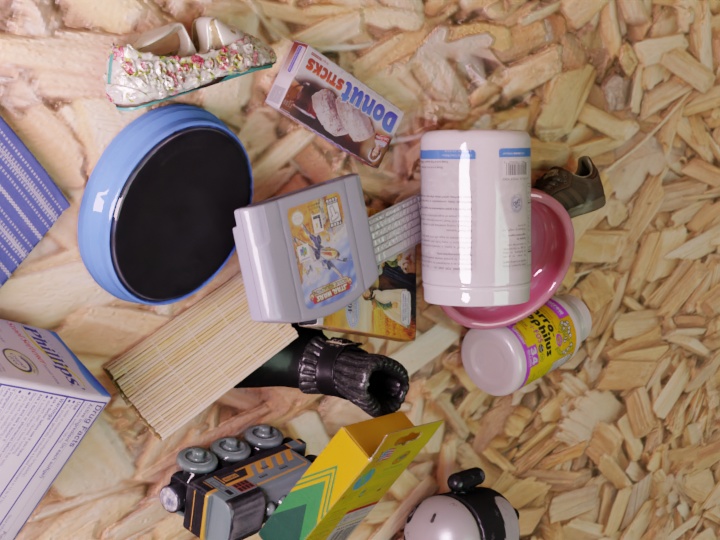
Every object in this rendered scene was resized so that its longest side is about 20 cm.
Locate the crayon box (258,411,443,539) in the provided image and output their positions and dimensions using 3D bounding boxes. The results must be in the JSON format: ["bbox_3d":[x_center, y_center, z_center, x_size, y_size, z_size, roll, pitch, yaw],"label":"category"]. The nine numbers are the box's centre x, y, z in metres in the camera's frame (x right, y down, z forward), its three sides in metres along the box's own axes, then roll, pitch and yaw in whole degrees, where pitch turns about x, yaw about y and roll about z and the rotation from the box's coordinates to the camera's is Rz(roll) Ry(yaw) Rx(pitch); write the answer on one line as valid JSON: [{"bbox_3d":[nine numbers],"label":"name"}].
[{"bbox_3d":[-0.009,0.222,1.499,0.200,0.051,0.127,-52,157,22],"label":"crayon box"}]

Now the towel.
[{"bbox_3d":[-0.345,-0.027,1.173,0.200,0.024,0.145,-53,142,-19],"label":"towel"}]

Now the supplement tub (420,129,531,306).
[{"bbox_3d":[0.135,-0.064,1.634,0.132,0.131,0.202,-7,99,-51],"label":"supplement tub"}]

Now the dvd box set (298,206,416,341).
[{"bbox_3d":[0.000,0.000,1.582,0.200,0.029,0.148,14,75,-55],"label":"dvd box set"}]

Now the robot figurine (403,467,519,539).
[{"bbox_3d":[0.146,0.373,1.983,0.125,0.151,0.199,-37,158,30],"label":"robot figurine"}]

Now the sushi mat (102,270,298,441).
[{"bbox_3d":[-0.160,0.083,1.425,0.200,0.096,0.012,-37,173,-34],"label":"sushi mat"}]

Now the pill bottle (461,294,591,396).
[{"bbox_3d":[0.237,0.095,1.937,0.199,0.104,0.105,-23,128,-44],"label":"pill bottle"}]

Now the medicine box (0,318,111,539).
[{"bbox_3d":[-0.345,0.136,1.169,0.183,0.103,0.200,-54,148,10],"label":"medicine box"}]

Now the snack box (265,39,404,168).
[{"bbox_3d":[-0.024,-0.174,1.491,0.200,0.024,0.072,26,89,-55],"label":"snack box"}]

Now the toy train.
[{"bbox_3d":[-0.124,0.237,1.544,0.199,0.114,0.086,-14,123,-48],"label":"toy train"}]

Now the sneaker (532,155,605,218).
[{"bbox_3d":[0.252,-0.099,1.885,0.199,0.070,0.076,-22,102,-41],"label":"sneaker"}]

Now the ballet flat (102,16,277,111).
[{"bbox_3d":[-0.151,-0.197,1.273,0.200,0.075,0.064,-27,115,-46],"label":"ballet flat"}]

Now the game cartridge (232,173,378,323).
[{"bbox_3d":[-0.051,-0.019,1.451,0.200,0.041,0.134,-23,101,-53],"label":"game cartridge"}]

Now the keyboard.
[{"bbox_3d":[0.051,-0.053,1.630,0.200,0.011,0.057,-28,108,-55],"label":"keyboard"}]

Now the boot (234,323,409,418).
[{"bbox_3d":[-0.057,0.107,1.510,0.210,0.157,0.080,-5,116,-52],"label":"boot"}]

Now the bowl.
[{"bbox_3d":[-0.182,-0.059,1.346,0.200,0.039,0.202,-30,133,-39],"label":"bowl"}]

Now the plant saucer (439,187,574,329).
[{"bbox_3d":[0.176,-0.021,1.779,0.199,0.051,0.202,-13,125,-19],"label":"plant saucer"}]
